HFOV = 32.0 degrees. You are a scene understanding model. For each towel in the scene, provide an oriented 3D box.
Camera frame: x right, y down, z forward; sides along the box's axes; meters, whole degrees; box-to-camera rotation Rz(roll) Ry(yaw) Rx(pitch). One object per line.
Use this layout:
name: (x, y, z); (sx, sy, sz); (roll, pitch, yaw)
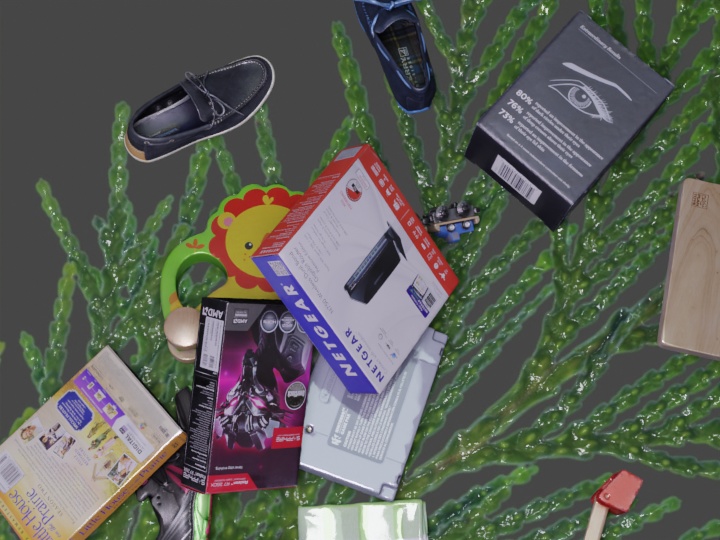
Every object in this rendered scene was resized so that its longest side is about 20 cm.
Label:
towel: (0.007, 0.350, 1.349); (0.148, 0.031, 0.201); (-2, 75, -5)

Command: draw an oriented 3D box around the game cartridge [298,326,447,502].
game cartridge: (0.006, 0.142, 1.398); (0.133, 0.040, 0.201); (21, 70, -1)

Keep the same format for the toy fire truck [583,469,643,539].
toy fire truck: (0.284, 0.335, 1.362); (0.141, 0.049, 0.200); (33, 76, 6)

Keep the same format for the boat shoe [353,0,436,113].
boat shoe: (0.050, -0.290, 1.506); (0.084, 0.069, 0.201); (-24, 78, -10)

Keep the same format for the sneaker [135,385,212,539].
sneaker: (-0.198, 0.220, 1.348); (0.083, 0.077, 0.201); (5, 73, -6)

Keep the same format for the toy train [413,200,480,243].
toy train: (0.050, -0.041, 1.436); (0.199, 0.034, 0.046); (-14, 92, -20)

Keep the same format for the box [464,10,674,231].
box: (0.242, -0.174, 1.469); (0.148, 0.104, 0.200); (42, 76, 8)

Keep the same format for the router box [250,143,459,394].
router box: (0.000, 0.000, 1.341); (0.200, 0.049, 0.180); (55, 54, -25)

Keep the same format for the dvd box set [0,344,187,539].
dvd box set: (-0.298, 0.197, 1.337); (0.200, 0.029, 0.146); (-45, 61, -7)

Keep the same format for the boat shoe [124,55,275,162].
boat shoe: (-0.186, -0.194, 1.469); (0.199, 0.062, 0.075); (-30, 77, -12)

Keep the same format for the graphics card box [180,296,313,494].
graphics card box: (-0.115, 0.129, 1.312); (0.125, 0.051, 0.201); (5, 92, -42)

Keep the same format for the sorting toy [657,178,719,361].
sorting toy: (0.446, 0.017, 1.448); (0.198, 0.070, 0.201); (12, 74, -1)

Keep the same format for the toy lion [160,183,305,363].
toy lion: (-0.129, -0.005, 1.426); (0.199, 0.069, 0.193); (-8, 69, -5)
